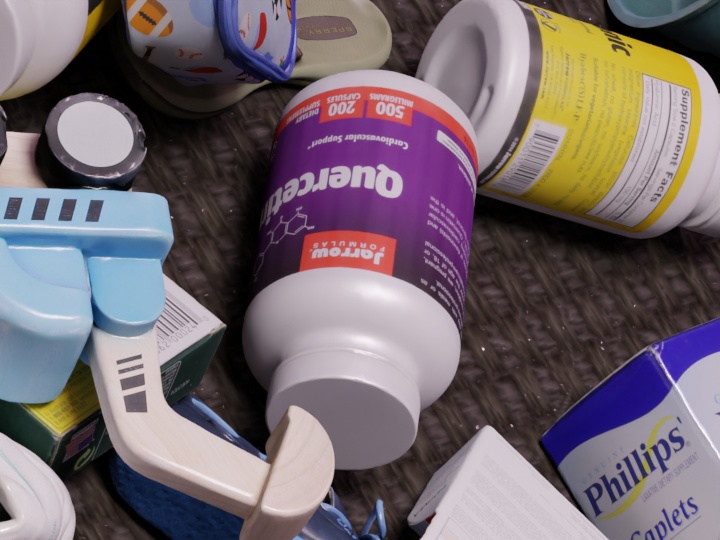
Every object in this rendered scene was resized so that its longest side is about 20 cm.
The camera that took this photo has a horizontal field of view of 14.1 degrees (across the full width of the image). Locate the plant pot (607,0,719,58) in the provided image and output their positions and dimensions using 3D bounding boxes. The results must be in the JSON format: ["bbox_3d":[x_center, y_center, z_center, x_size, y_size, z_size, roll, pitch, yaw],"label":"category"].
[{"bbox_3d":[0.292,-0.190,1.818,0.196,0.200,0.201,31,45,-24],"label":"plant pot"}]

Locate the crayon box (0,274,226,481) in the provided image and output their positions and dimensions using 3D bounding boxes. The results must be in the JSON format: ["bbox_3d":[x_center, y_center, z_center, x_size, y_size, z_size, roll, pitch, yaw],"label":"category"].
[{"bbox_3d":[-0.180,0.006,1.392,0.200,0.051,0.127,40,43,16],"label":"crayon box"}]

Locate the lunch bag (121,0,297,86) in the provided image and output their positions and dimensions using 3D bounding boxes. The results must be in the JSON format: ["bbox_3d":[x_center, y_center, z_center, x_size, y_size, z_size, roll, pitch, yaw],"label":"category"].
[{"bbox_3d":[-0.075,-0.197,1.487,0.160,0.075,0.201,22,67,-75],"label":"lunch bag"}]

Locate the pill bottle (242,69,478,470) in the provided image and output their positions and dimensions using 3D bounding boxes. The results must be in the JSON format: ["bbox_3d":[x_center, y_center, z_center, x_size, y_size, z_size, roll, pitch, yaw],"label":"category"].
[{"bbox_3d":[0.000,0.000,1.506,0.112,0.112,0.200,25,47,-20],"label":"pill bottle"}]

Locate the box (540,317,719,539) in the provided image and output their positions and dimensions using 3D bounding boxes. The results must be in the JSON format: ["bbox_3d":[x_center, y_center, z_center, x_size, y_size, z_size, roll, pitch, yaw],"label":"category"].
[{"bbox_3d":[0.234,0.126,1.591,0.184,0.105,0.200,-18,70,-43],"label":"box"}]

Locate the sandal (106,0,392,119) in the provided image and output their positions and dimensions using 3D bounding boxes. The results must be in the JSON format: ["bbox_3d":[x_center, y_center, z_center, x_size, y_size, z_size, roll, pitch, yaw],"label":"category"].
[{"bbox_3d":[-0.058,-0.136,1.604,0.201,0.057,0.080,-15,68,-42],"label":"sandal"}]

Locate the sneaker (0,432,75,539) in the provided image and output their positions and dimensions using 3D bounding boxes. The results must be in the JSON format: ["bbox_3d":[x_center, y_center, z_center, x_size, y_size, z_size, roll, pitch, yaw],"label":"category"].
[{"bbox_3d":[-0.215,0.064,1.287,0.200,0.080,0.071,30,82,8],"label":"sneaker"}]

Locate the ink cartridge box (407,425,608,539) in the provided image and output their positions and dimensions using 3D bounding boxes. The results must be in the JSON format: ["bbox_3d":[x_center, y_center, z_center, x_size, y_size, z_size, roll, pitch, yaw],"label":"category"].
[{"bbox_3d":[0.086,0.176,1.440,0.160,0.047,0.200,44,23,-2],"label":"ink cartridge box"}]

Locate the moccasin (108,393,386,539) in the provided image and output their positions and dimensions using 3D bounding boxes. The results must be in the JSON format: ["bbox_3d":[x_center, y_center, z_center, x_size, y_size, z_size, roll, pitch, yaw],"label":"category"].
[{"bbox_3d":[-0.027,0.128,1.416,0.200,0.080,0.068,44,39,-2],"label":"moccasin"}]

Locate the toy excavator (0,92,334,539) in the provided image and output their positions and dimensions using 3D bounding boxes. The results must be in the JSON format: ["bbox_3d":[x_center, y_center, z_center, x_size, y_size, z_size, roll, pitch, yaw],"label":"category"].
[{"bbox_3d":[-0.119,0.029,1.303,0.194,0.100,0.201,3,59,-21],"label":"toy excavator"}]

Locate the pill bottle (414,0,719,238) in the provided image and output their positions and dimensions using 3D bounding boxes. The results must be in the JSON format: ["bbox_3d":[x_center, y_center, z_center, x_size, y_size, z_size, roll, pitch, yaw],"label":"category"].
[{"bbox_3d":[0.137,-0.081,1.669,0.199,0.111,0.112,16,51,-28],"label":"pill bottle"}]

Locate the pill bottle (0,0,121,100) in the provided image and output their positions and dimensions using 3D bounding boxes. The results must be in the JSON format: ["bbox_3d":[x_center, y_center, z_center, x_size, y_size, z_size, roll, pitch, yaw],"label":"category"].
[{"bbox_3d":[-0.176,-0.153,1.457,0.112,0.112,0.200,39,28,-6],"label":"pill bottle"}]
